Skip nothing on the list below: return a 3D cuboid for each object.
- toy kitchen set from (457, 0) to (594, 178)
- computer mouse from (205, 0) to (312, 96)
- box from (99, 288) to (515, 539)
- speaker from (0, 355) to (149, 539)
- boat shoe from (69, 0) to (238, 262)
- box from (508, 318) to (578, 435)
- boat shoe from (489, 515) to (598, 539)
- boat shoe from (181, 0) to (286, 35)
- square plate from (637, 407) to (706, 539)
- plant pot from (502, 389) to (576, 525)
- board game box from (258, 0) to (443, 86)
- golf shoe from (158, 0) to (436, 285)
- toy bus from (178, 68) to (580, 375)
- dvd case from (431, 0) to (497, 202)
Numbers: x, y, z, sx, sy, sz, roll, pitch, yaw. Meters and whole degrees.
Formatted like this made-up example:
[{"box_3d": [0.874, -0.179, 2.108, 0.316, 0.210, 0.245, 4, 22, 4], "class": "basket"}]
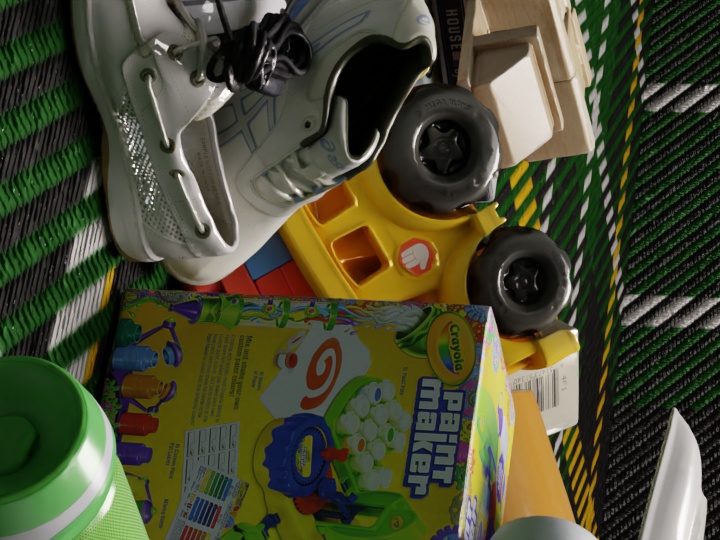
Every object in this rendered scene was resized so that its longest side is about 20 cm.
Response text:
[{"box_3d": [0.152, -0.151, 1.365, 0.164, 0.179, 0.201, -79, 156, -49], "class": "toy kitchen set"}, {"box_3d": [-0.071, -0.179, 1.126, 0.201, 0.044, 0.110, 70, 15, 3], "class": "computer mouse"}, {"box_3d": [-0.032, 0.128, 1.171, 0.122, 0.191, 0.201, 72, 24, -57], "class": "box"}, {"box_3d": [-0.127, 0.125, 0.991, 0.201, 0.088, 0.089, 77, 19, -49], "class": "speaker"}, {"box_3d": [-0.092, -0.094, 1.141, 0.071, 0.069, 0.201, -66, 154, -51], "class": "boat shoe"}, {"box_3d": [0.052, 0.048, 1.537, 0.200, 0.082, 0.069, 28, -53, 53], "class": "box"}, {"box_3d": [0.089, 0.213, 1.124, 0.091, 0.070, 0.201, -80, 169, -49], "class": "boat shoe"}, {"box_3d": [-0.070, -0.169, 1.254, 0.200, 0.069, 0.067, -34, 127, -66], "class": "boat shoe"}, {"box_3d": [0.144, 0.206, 1.174, 0.199, 0.028, 0.201, 88, 16, -46], "class": "square plate"}, {"box_3d": [0.044, 0.164, 1.318, 0.200, 0.198, 0.185, 14, 69, -77], "class": "plant pot"}, {"box_3d": [0.002, -0.146, 1.481, 0.200, 0.104, 0.104, 65, 29, -63], "class": "board game box"}, {"box_3d": [-0.035, -0.066, 1.195, 0.201, 0.078, 0.097, -54, -149, 13], "class": "golf shoe"}, {"box_3d": [0.000, 0.000, 1.321, 0.201, 0.191, 0.136, 60, -17, -9], "class": "toy bus"}, {"box_3d": [0.069, -0.168, 1.488, 0.151, 0.025, 0.201, -78, 163, -50], "class": "dvd case"}]
